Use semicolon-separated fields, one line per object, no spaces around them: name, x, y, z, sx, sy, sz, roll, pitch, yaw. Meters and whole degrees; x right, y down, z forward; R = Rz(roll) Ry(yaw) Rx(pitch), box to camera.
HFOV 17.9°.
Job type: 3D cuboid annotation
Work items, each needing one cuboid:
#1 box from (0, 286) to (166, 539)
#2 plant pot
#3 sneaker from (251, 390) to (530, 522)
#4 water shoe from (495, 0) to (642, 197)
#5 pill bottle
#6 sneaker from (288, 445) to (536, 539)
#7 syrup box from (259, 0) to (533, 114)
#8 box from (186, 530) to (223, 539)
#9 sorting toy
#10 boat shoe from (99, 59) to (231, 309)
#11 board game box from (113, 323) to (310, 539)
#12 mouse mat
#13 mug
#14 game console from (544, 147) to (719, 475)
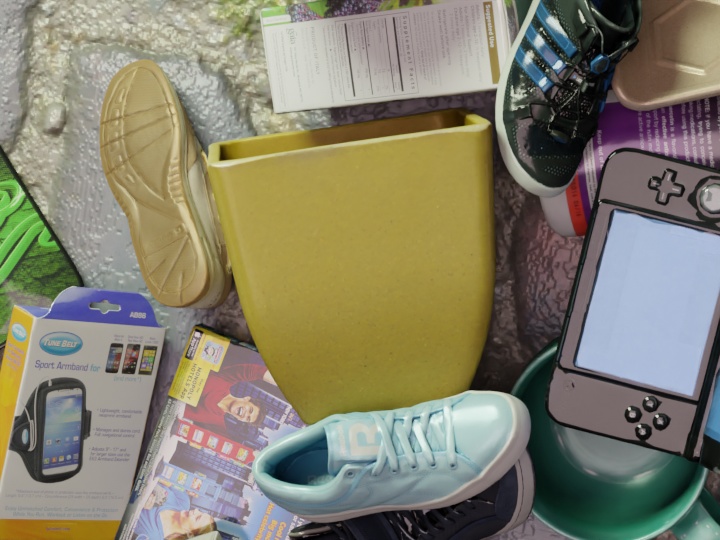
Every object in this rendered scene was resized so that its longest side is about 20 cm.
box;-0.221;0.108;1.746;0.041;0.119;0.201;22;102;51
plant pot;0.000;0.000;1.629;0.195;0.194;0.201;-8;98;-2
sneaker;0.016;0.127;1.554;0.199;0.082;0.074;-22;66;23
water shoe;0.145;-0.150;1.544;0.071;0.079;0.201;14;84;-23
pill bottle;0.227;-0.088;1.629;0.199;0.112;0.113;-5;96;12
sneaker;0.033;0.179;1.620;0.077;0.146;0.202;62;149;19
syrup box;0.035;-0.163;1.648;0.199;0.079;0.082;-5;96;30
box;-0.099;0.300;1.727;0.082;0.068;0.200;-21;114;24
sorting toy;0.271;-0.198;1.602;0.199;0.037;0.186;-9;54;11
boat shoe;-0.144;-0.061;1.732;0.073;0.069;0.201;-19;72;20
board game box;-0.066;0.167;1.746;0.199;0.062;0.201;23;100;6
mouse mat;-0.335;0.003;1.775;0.200;0.008;0.161;-33;84;-4
mug;0.187;0.129;1.663;0.151;0.114;0.186;-11;95;12
game console;0.225;0.033;1.526;0.170;0.118;0.201;14;96;4
